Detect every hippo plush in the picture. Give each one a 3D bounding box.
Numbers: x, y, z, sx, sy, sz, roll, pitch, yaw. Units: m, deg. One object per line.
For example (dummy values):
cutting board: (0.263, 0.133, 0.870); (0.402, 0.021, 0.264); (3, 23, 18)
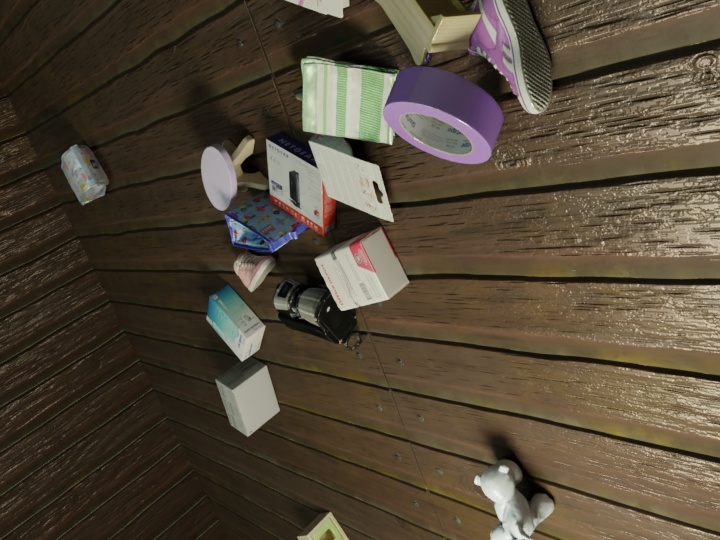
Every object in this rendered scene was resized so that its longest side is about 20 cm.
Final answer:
hippo plush: (0.320, 0.523, 1.506); (0.159, 0.198, 0.163); (-45, 72, 33)

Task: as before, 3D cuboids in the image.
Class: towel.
towel: (-0.023, -0.331, 1.309); (0.194, 0.024, 0.156); (11, 125, 13)

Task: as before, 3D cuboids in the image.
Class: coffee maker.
coffee maker: (-0.118, 0.120, 1.760); (0.197, 0.134, 0.197); (12, 127, 46)

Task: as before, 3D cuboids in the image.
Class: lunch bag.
lunch bag: (-0.222, -0.117, 1.688); (0.197, 0.149, 0.097); (19, 132, 41)
lunch bag: (-1.039, -0.366, 2.523); (0.173, 0.125, 0.199); (60, 155, -1)

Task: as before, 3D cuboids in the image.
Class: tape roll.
tape roll: (0.137, -0.255, 1.116); (0.195, 0.067, 0.200); (24, 173, 3)

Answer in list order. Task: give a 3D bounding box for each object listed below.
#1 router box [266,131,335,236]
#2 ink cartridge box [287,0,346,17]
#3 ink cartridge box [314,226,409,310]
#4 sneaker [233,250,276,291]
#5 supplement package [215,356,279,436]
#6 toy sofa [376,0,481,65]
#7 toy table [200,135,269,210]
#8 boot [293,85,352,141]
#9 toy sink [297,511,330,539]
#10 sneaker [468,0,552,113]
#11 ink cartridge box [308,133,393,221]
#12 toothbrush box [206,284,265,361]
router box: (-0.143, -0.208, 1.607); (0.198, 0.048, 0.183); (32, 138, 32)
ink cartridge box: (-0.082, -0.557, 1.244); (0.198, 0.067, 0.120); (32, 138, 33)
ink cartridge box: (0.000, 0.000, 1.564); (0.198, 0.084, 0.148); (-17, 103, 53)
sneaker: (-0.317, -0.016, 1.947); (0.105, 0.075, 0.200); (49, 149, 1)
supplement package: (-0.388, 0.433, 2.316); (0.109, 0.154, 0.205); (18, 130, 42)
toy sofa: (0.098, -0.430, 1.067); (0.203, 0.081, 0.098); (61, 148, 23)
toy table: (-0.332, -0.259, 1.742); (0.185, 0.116, 0.201); (50, 145, 8)
boot: (-0.055, -0.330, 1.389); (0.196, 0.067, 0.134); (8, 124, 42)
toy sink: (-0.116, 1.019, 2.464); (0.203, 0.129, 0.112); (56, 145, 2)
sneaker: (0.227, -0.335, 1.046); (0.113, 0.071, 0.207); (-12, 96, 57)
ink cartridge box: (-0.010, -0.203, 1.422); (0.196, 0.050, 0.164); (23, 149, 33)
toothbrush box: (-0.414, 0.174, 2.207); (0.200, 0.084, 0.148); (45, 143, 18)
